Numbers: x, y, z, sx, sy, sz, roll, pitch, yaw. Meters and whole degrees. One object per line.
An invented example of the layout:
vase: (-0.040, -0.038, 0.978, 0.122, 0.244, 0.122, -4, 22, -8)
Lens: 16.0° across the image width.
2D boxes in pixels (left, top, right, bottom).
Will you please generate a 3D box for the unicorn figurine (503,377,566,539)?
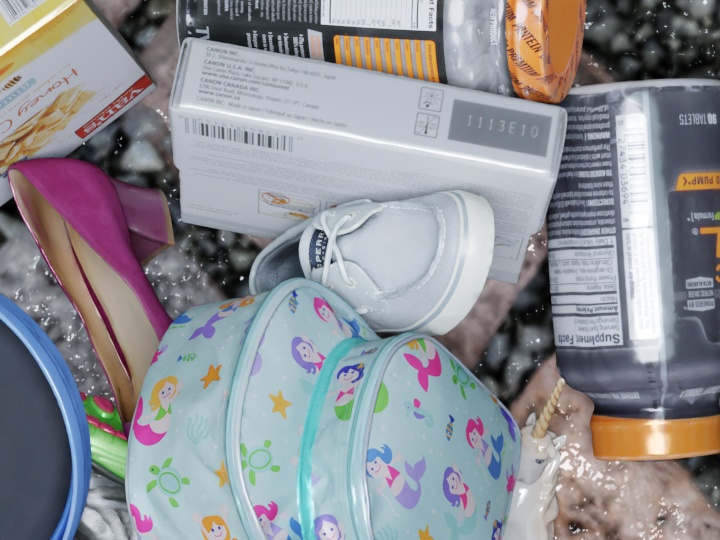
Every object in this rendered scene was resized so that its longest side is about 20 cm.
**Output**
unicorn figurine: (0.080, 0.176, 1.399, 0.137, 0.074, 0.201, -32, 107, -22)

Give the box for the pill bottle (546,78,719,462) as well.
pill bottle: (0.154, 0.001, 1.382, 0.105, 0.106, 0.202, -4, 90, 1)

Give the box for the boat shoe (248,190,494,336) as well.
boat shoe: (0.000, -0.001, 1.335, 0.071, 0.201, 0.071, 10, 77, -25)

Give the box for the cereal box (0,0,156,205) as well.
cereal box: (-0.189, -0.088, 1.340, 0.144, 0.200, 0.040, -36, 78, 1)

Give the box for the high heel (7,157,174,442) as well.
high heel: (-0.137, 0.033, 1.361, 0.067, 0.096, 0.201, -43, 50, 36)

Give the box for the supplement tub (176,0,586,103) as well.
supplement tub: (0.013, -0.143, 1.354, 0.199, 0.122, 0.123, 6, 89, 17)

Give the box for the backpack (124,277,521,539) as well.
backpack: (-0.020, 0.105, 1.293, 0.200, 0.150, 0.178, 43, 48, -33)

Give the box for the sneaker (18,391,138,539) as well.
sneaker: (-0.106, 0.144, 1.408, 0.199, 0.077, 0.084, 33, 107, 4)

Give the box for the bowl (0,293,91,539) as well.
bowl: (-0.236, 0.096, 1.374, 0.199, 0.039, 0.202, 3, 101, 17)

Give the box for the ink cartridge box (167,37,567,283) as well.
ink cartridge box: (0.001, -0.055, 1.359, 0.199, 0.174, 0.044, 11, 73, 1)
